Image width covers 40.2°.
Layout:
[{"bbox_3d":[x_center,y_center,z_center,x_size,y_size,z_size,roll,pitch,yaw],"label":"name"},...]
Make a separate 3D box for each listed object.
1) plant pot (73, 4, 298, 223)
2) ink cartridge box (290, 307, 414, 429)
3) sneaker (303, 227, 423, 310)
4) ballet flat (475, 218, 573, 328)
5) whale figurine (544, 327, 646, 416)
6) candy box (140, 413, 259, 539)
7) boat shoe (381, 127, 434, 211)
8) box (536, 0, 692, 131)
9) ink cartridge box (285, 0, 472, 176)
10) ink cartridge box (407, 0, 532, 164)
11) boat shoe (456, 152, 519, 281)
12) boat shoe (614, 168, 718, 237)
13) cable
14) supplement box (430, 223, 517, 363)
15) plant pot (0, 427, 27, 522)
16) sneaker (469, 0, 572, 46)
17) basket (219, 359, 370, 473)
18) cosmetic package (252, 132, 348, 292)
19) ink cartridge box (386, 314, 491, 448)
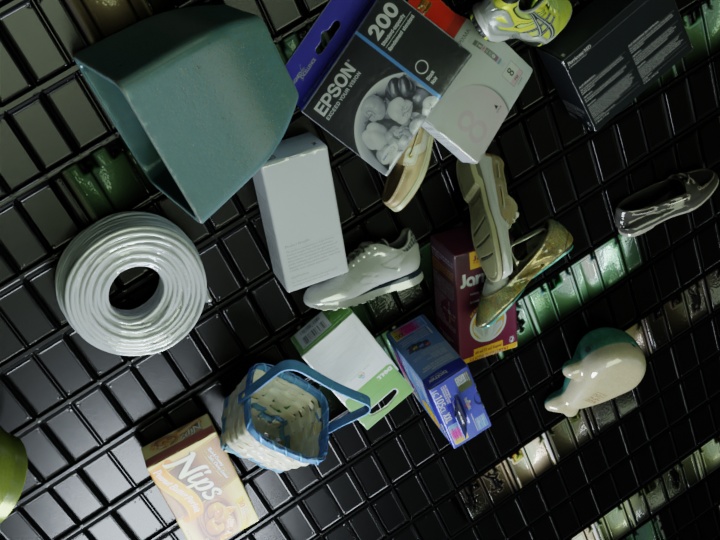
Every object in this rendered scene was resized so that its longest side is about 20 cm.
[{"bbox_3d":[-0.193,-0.215,1.197,0.199,0.196,0.197,-37,125,-14],"label":"plant pot"},{"bbox_3d":[-0.011,0.146,1.539,0.103,0.059,0.201,-40,125,-2],"label":"ink cartridge box"},{"bbox_3d":[0.000,0.000,1.470,0.198,0.076,0.082,-21,115,-24],"label":"sneaker"},{"bbox_3d":[0.233,-0.001,1.482,0.200,0.071,0.071,-43,125,-2],"label":"ballet flat"},{"bbox_3d":[0.411,0.180,1.752,0.157,0.105,0.200,18,130,-32],"label":"whale figurine"},{"bbox_3d":[-0.246,0.333,1.521,0.114,0.055,0.202,-27,123,-11],"label":"candy box"},{"bbox_3d":[0.067,-0.186,1.406,0.066,0.074,0.203,18,95,-27],"label":"boat shoe"},{"bbox_3d":[0.383,-0.333,1.476,0.199,0.079,0.142,-39,128,-2],"label":"box"},{"bbox_3d":[0.013,-0.265,1.299,0.199,0.043,0.199,36,97,-3],"label":"ink cartridge box"},{"bbox_3d":[0.124,-0.271,1.352,0.199,0.057,0.164,37,80,-26],"label":"ink cartridge box"},{"bbox_3d":[0.201,-0.085,1.459,0.067,0.075,0.203,-6,75,-19],"label":"boat shoe"},{"bbox_3d":[0.516,-0.125,1.653,0.198,0.067,0.057,-30,129,-5],"label":"boat shoe"},{"bbox_3d":[-0.307,0.022,1.327,0.198,0.069,0.202,-24,123,-13],"label":"cable"},{"bbox_3d":[0.181,0.033,1.558,0.109,0.086,0.203,-16,120,-17],"label":"supplement box"},{"bbox_3d":[-0.546,0.252,1.270,0.201,0.200,0.192,-50,137,5],"label":"plant pot"},{"bbox_3d":[0.240,-0.360,1.361,0.198,0.076,0.076,-20,81,-43],"label":"sneaker"},{"bbox_3d":[-0.107,0.207,1.458,0.199,0.141,0.175,-29,133,34],"label":"basket"},{"bbox_3d":[-0.086,-0.081,1.381,0.100,0.074,0.203,-18,119,-17],"label":"cosmetic package"},{"bbox_3d":[0.128,0.179,1.536,0.076,0.200,0.138,-30,124,-8],"label":"ink cartridge box"}]
